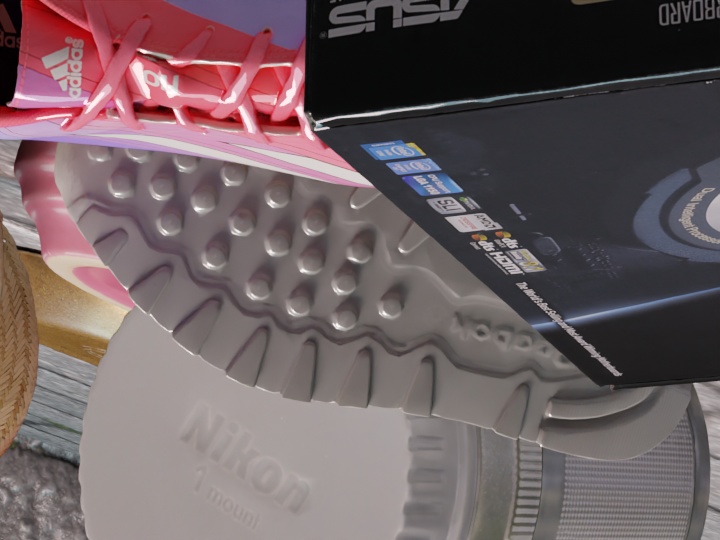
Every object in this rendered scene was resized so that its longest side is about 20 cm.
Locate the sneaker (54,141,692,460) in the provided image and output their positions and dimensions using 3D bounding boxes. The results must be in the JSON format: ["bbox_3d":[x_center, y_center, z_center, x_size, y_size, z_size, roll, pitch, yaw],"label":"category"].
[{"bbox_3d":[0.000,0.000,0.694,0.200,0.076,0.081,25,-174,-19],"label":"sneaker"}]

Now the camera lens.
[{"bbox_3d":[0.019,0.071,0.852,0.160,0.160,0.200,10,-178,38],"label":"camera lens"}]

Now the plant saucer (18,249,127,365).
[{"bbox_3d":[-0.139,0.037,1.397,0.200,0.035,0.200,18,170,3],"label":"plant saucer"}]

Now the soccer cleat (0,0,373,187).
[{"bbox_3d":[-0.039,-0.051,0.569,0.200,0.067,0.076,8,-161,19],"label":"soccer cleat"}]

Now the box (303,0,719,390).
[{"bbox_3d":[0.099,-0.026,0.490,0.160,0.044,0.200,-5,161,20],"label":"box"}]

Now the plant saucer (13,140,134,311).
[{"bbox_3d":[-0.055,-0.002,1.000,0.200,0.051,0.201,17,169,3],"label":"plant saucer"}]

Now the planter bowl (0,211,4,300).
[{"bbox_3d":[-0.225,-0.010,0.933,0.135,0.200,0.200,-7,-174,-35],"label":"planter bowl"}]

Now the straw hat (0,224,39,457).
[{"bbox_3d":[-0.239,0.013,1.055,0.201,0.201,0.085,18,153,4],"label":"straw hat"}]
